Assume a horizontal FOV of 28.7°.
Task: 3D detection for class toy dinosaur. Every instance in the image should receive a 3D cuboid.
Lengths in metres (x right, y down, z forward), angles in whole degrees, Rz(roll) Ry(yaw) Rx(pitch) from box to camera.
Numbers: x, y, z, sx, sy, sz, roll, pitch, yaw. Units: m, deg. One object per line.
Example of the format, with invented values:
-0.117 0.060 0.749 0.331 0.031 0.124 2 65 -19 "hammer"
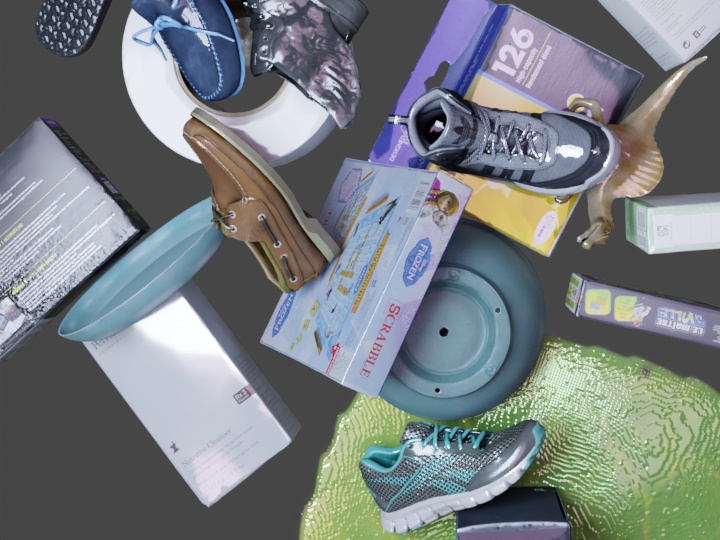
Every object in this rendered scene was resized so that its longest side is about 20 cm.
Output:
0.233 -0.115 1.280 0.101 0.058 0.200 28 90 19 "toy dinosaur"

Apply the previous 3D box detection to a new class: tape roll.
-0.108 -0.194 1.309 0.202 0.139 0.203 0 93 3 "tape roll"

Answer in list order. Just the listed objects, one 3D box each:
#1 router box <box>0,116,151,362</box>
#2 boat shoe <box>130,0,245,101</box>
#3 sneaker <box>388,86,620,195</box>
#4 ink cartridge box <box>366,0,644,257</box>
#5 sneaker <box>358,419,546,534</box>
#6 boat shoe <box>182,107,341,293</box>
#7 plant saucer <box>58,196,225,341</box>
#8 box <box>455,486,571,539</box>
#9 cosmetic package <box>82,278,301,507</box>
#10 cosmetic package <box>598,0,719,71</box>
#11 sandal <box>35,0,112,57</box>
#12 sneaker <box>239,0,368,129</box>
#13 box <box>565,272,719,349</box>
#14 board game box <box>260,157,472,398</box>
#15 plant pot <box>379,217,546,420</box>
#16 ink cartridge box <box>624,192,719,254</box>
-0.329 -0.029 1.375 0.200 0.051 0.149 -41 89 5 "router box"
-0.170 -0.230 1.199 0.084 0.069 0.200 -37 80 41 "boat shoe"
0.120 -0.114 1.238 0.200 0.114 0.076 10 91 34 "sneaker"
0.137 -0.145 1.345 0.200 0.047 0.198 27 94 -1 "ink cartridge box"
0.079 0.176 1.320 0.200 0.078 0.091 -30 101 28 "sneaker"
-0.094 -0.054 1.218 0.068 0.072 0.200 -46 123 -6 "boat shoe"
-0.193 0.002 1.301 0.200 0.200 0.027 -38 105 5 "plant saucer"
0.146 0.317 1.325 0.104 0.148 0.200 -4 92 4 "box"
-0.161 0.110 1.360 0.113 0.081 0.200 -39 92 7 "cosmetic package"
0.251 -0.285 1.300 0.085 0.108 0.200 -43 92 5 "cosmetic package"
-0.250 -0.300 1.361 0.075 0.048 0.200 36 107 -1 "sandal"
-0.073 -0.212 1.206 0.200 0.060 0.104 30 90 -3 "sneaker"
0.297 0.044 1.317 0.200 0.110 0.035 13 94 2 "box"
0.000 0.000 1.276 0.041 0.199 0.200 27 87 -25 "board game box"
0.079 0.052 1.317 0.200 0.134 0.201 0 94 3 "plant pot"
0.351 -0.051 1.289 0.200 0.146 0.048 -4 96 3 "ink cartridge box"
